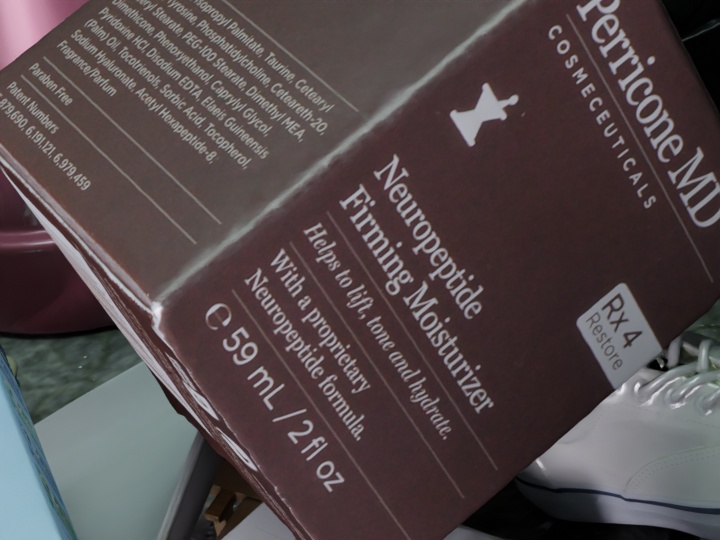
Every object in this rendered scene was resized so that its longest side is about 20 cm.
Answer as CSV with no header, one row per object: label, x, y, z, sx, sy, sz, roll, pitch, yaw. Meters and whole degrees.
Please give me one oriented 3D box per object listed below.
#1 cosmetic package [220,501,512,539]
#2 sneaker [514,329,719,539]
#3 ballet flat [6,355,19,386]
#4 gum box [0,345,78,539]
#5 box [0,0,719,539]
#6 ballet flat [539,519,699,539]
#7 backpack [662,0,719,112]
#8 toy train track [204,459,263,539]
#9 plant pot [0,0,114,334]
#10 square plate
cosmetic package,-0.034,0.166,1.014,0.113,0.081,0.200,16,40,34
sneaker,0.117,0.052,1.042,0.200,0.071,0.073,-8,38,46
ballet flat,-0.197,0.076,1.230,0.069,0.070,0.200,-7,27,15
gum box,-0.196,0.102,1.086,0.170,0.045,0.200,-28,34,-3
box,0.003,-0.032,1.022,0.200,0.166,0.164,-40,40,-7
ballet flat,0.112,0.134,1.056,0.066,0.057,0.200,-37,25,-1
backpack,0.088,-0.111,1.335,0.200,0.176,0.154,-22,60,3
toy train track,-0.009,0.068,1.213,0.114,0.033,0.200,15,50,25
plant pot,-0.139,-0.095,1.424,0.199,0.179,0.200,-11,30,6
square plate,-0.124,0.110,1.151,0.200,0.028,0.198,-31,21,29
